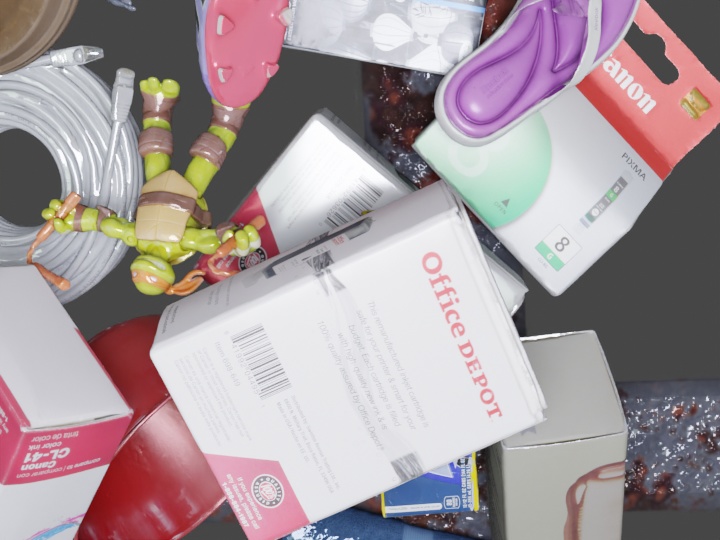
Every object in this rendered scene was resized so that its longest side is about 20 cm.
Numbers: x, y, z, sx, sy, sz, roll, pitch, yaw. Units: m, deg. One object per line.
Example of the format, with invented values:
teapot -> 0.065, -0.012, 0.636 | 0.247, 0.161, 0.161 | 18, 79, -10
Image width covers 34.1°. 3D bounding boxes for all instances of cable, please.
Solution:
cable -> -0.259, -0.071, 0.880 | 0.197, 0.069, 0.203 | 3, 101, 2

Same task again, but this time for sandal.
sandal -> 0.137, -0.165, 0.830 | 0.082, 0.050, 0.203 | 42, 81, -4

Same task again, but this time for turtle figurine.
turtle figurine -> -0.120, -0.047, 0.803 | 0.198, 0.064, 0.163 | 5, 69, 18

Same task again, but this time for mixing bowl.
mixing bowl -> -0.158, 0.108, 0.865 | 0.108, 0.200, 0.201 | 40, 100, 23

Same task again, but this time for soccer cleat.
soccer cleat -> -0.089, -0.212, 0.776 | 0.066, 0.076, 0.202 | -14, 115, -34

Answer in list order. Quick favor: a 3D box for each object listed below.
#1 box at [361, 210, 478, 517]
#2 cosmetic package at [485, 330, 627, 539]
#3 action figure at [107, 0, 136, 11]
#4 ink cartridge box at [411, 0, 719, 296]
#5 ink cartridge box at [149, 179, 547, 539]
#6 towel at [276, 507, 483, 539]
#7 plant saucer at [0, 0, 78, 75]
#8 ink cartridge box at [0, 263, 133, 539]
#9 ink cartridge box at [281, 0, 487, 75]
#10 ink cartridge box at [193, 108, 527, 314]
box -> 0.040, 0.061, 0.798 | 0.069, 0.064, 0.203 | -4, 101, 0
cosmetic package -> 0.138, 0.152, 0.851 | 0.086, 0.104, 0.201 | -8, 132, 1
action figure -> -0.154, -0.287, 0.838 | 0.133, 0.148, 0.202 | 29, 81, -33
ink cartridge box -> 0.162, -0.107, 0.873 | 0.200, 0.050, 0.161 | -44, 97, 11
ink cartridge box -> -0.005, 0.054, 0.716 | 0.198, 0.085, 0.147 | -23, 108, 5
towel -> 0.023, 0.255, 0.943 | 0.198, 0.049, 0.113 | 14, 100, -1
plant saucer -> -0.281, -0.219, 0.774 | 0.197, 0.030, 0.202 | 3, 119, 6
ink cartridge box -> -0.246, 0.118, 0.764 | 0.148, 0.085, 0.201 | 46, 120, 29
ink cartridge box -> -0.005, -0.206, 0.863 | 0.197, 0.039, 0.101 | 9, 101, 1
ink cartridge box -> 0.000, 0.000, 0.869 | 0.200, 0.086, 0.148 | 40, 99, -8
